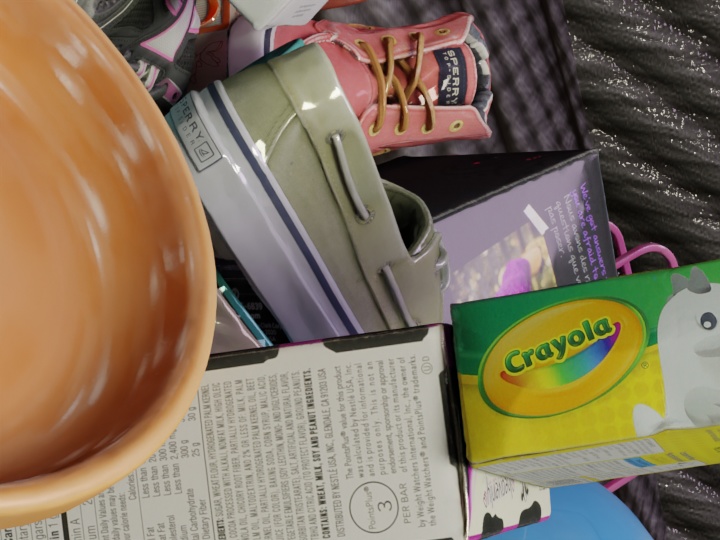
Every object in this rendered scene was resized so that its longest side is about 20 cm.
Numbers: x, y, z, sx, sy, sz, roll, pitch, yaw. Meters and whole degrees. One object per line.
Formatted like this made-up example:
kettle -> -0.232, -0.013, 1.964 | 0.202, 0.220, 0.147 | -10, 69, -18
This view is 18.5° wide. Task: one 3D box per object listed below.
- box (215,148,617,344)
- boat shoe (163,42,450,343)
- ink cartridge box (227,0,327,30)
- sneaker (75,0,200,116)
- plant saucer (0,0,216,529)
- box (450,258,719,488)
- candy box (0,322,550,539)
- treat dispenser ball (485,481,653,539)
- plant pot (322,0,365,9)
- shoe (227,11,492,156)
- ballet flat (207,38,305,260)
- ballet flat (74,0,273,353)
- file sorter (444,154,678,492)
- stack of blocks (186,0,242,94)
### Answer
box -> 0.006, 0.023, 0.940 | 0.199, 0.122, 0.107 | -23, 107, -44
boat shoe -> 0.000, 0.000, 0.764 | 0.200, 0.062, 0.072 | 55, 8, -52
ink cartridge box -> -0.037, -0.218, 0.781 | 0.200, 0.176, 0.084 | 47, 13, 2
sneaker -> -0.095, -0.092, 0.852 | 0.200, 0.080, 0.087 | -47, 131, -72
plant saucer -> -0.126, -0.021, 0.538 | 0.199, 0.037, 0.201 | 27, 41, -26
box -> 0.132, 0.020, 0.581 | 0.117, 0.198, 0.049 | 30, 53, -74
candy box -> -0.054, 0.059, 0.641 | 0.136, 0.198, 0.062 | 13, 70, -75
treat dispenser ball -> 0.061, 0.188, 1.087 | 0.201, 0.199, 0.203 | -9, 90, -78
plant pot -> -0.032, -0.240, 1.021 | 0.196, 0.199, 0.202 | 80, 9, -49
shoe -> 0.005, -0.086, 0.992 | 0.200, 0.090, 0.072 | -22, 104, -77
ballet flat -> -0.067, -0.024, 0.826 | 0.200, 0.070, 0.071 | -38, 122, -49
ballet flat -> -0.077, 0.001, 0.726 | 0.201, 0.069, 0.070 | 59, 19, -17
file sorter -> 0.082, 0.033, 1.241 | 0.200, 0.125, 0.140 | 30, -37, 52
stack of blocks -> -0.058, -0.053, 1.036 | 0.200, 0.058, 0.116 | 62, 23, -58
